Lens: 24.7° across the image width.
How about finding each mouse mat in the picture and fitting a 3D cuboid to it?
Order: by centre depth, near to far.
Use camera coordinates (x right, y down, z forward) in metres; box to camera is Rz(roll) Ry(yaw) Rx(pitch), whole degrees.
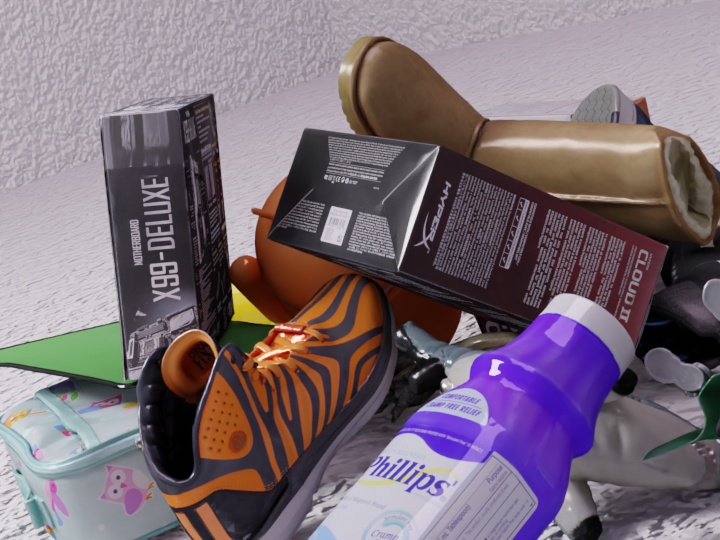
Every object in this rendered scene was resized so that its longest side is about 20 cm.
[{"bbox_3d":[-0.141,0.050,1.081,0.161,0.008,0.200,-13,10,-40],"label":"mouse mat"}]

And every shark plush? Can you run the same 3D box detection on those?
[{"bbox_3d":[0.092,0.079,0.859,0.200,0.091,0.083,8,10,44],"label":"shark plush"}]

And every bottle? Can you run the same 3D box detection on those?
[{"bbox_3d":[0.047,0.095,0.723,0.200,0.065,0.084,-48,28,-22],"label":"bottle"}]

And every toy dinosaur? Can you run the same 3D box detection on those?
[{"bbox_3d":[0.027,0.064,0.995,0.088,0.048,0.200,-11,-5,-41],"label":"toy dinosaur"}]

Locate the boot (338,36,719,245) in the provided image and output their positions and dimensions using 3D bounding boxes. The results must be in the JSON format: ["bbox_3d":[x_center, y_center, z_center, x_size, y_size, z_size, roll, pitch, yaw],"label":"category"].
[{"bbox_3d":[0.107,-0.084,1.029,0.200,0.175,0.066,9,69,38],"label":"boot"}]

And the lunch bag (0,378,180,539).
[{"bbox_3d":[-0.145,0.108,1.042,0.160,0.077,0.200,-19,11,-20],"label":"lunch bag"}]

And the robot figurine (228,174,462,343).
[{"bbox_3d":[0.002,-0.001,1.108,0.144,0.200,0.117,25,72,33],"label":"robot figurine"}]

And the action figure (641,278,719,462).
[{"bbox_3d":[0.211,0.046,0.806,0.118,0.055,0.200,-50,-33,18],"label":"action figure"}]

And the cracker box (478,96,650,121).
[{"bbox_3d":[0.165,-0.068,1.335,0.058,0.134,0.200,-20,13,-25],"label":"cracker box"}]

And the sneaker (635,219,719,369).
[{"bbox_3d":[0.205,0.017,1.034,0.112,0.073,0.200,-18,12,-12],"label":"sneaker"}]

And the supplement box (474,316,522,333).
[{"bbox_3d":[0.101,-0.021,1.259,0.061,0.109,0.200,-15,11,1],"label":"supplement box"}]

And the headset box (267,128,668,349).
[{"bbox_3d":[0.070,-0.013,0.975,0.200,0.075,0.149,21,-3,-32],"label":"headset box"}]

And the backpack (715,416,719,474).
[{"bbox_3d":[0.254,0.036,0.666,0.200,0.163,0.168,-20,32,-31],"label":"backpack"}]

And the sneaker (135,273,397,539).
[{"bbox_3d":[-0.050,0.055,0.908,0.078,0.112,0.200,-6,43,36],"label":"sneaker"}]

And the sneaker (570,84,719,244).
[{"bbox_3d":[0.206,-0.020,1.175,0.077,0.146,0.202,-27,35,47],"label":"sneaker"}]

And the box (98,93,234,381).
[{"bbox_3d":[-0.118,-0.028,1.041,0.050,0.158,0.200,-5,9,2],"label":"box"}]

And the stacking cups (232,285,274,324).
[{"bbox_3d":[-0.022,0.016,1.399,0.200,0.061,0.061,-11,11,-5],"label":"stacking cups"}]
